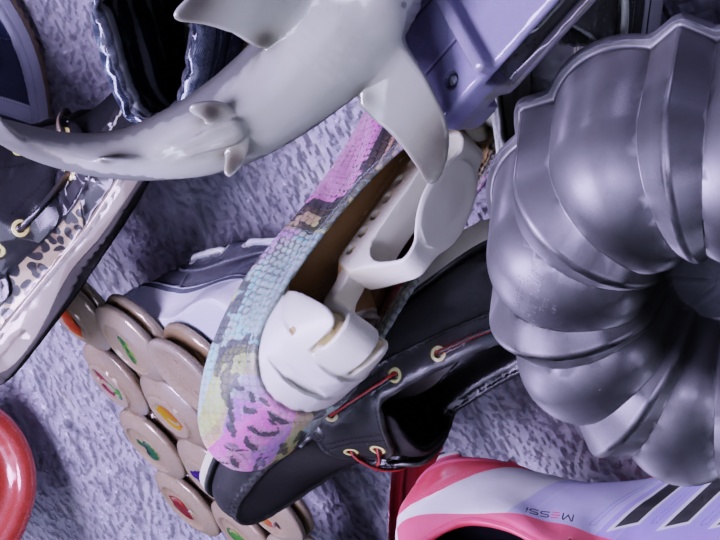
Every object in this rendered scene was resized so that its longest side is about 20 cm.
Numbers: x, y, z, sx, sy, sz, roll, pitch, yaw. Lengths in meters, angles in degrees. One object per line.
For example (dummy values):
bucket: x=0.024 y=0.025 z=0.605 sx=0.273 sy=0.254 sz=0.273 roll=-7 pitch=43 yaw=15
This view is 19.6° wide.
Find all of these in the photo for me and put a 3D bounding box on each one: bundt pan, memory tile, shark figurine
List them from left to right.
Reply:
memory tile: x=-0.086 y=0.088 z=1.075 sx=0.153 sy=0.017 sz=0.200 roll=23 pitch=148 yaw=44
shark figurine: x=-0.053 y=-0.075 z=0.793 sx=0.214 sy=0.090 sz=0.128 roll=-25 pitch=111 yaw=3
bundt pan: x=0.138 y=0.008 z=0.797 sx=0.201 sy=0.076 sz=0.202 roll=9 pitch=129 yaw=11

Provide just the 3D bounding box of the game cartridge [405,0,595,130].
game cartridge: x=0.062 y=-0.162 z=0.754 sx=0.200 sy=0.038 sz=0.130 roll=-48 pitch=62 yaw=38

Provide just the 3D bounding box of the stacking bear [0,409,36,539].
stacking bear: x=-0.288 y=0.132 z=1.270 sx=0.200 sy=0.114 sz=0.122 roll=-9 pitch=115 yaw=55

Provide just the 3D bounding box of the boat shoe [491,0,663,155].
boat shoe: x=0.081 y=-0.112 z=0.813 sx=0.071 sy=0.064 sz=0.200 roll=15 pitch=127 yaw=32

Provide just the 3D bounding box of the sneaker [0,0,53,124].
sneaker: x=-0.214 y=-0.059 z=1.069 sx=0.070 sy=0.108 sz=0.200 roll=10 pitch=124 yaw=35

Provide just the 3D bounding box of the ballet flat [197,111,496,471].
ballet flat: x=0.000 y=0.000 z=0.877 sx=0.069 sy=0.200 sz=0.071 roll=35 pitch=175 yaw=-30

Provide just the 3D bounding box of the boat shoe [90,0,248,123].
boat shoe: x=-0.067 y=-0.159 z=0.859 sx=0.071 sy=0.091 sz=0.201 roll=3 pitch=105 yaw=25

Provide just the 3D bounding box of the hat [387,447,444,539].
hat: x=-0.016 y=0.154 z=0.995 sx=0.165 sy=0.200 sz=0.176 roll=-13 pitch=123 yaw=34

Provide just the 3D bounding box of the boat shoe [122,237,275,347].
boat shoe: x=-0.064 y=0.018 z=1.030 sx=0.072 sy=0.068 sz=0.200 roll=50 pitch=158 yaw=-9

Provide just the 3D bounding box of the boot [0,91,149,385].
boot: x=-0.177 y=-0.062 z=0.991 sx=0.150 sy=0.073 sz=0.200 roll=33 pitch=107 yaw=-5

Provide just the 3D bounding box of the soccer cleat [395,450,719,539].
soccer cleat: x=0.113 y=0.120 z=0.907 sx=0.199 sy=0.077 sz=0.067 roll=3 pitch=122 yaw=13

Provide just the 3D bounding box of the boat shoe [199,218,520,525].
boat shoe: x=0.007 y=0.059 z=0.943 sx=0.201 sy=0.074 sz=0.063 roll=-39 pitch=65 yaw=22
